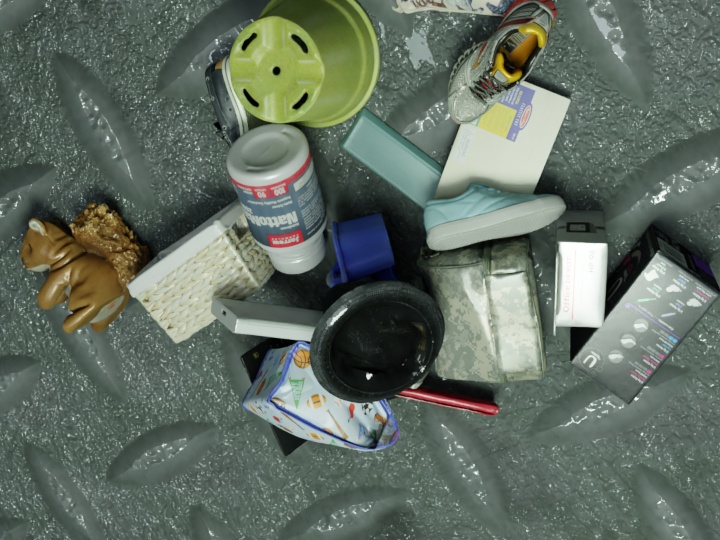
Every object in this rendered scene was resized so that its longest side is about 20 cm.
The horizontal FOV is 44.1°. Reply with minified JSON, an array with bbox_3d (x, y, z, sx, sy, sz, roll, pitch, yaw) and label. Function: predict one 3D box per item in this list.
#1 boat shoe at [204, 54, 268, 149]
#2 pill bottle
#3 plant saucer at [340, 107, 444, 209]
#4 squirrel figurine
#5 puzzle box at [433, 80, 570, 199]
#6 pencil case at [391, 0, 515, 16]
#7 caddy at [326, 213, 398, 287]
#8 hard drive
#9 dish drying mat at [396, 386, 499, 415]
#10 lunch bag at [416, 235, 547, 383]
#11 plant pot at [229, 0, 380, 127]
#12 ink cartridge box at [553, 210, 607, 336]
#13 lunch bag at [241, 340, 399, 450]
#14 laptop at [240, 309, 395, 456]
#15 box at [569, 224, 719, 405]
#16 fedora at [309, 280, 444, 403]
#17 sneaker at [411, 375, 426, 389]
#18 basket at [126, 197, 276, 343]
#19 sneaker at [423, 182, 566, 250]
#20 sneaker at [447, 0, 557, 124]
[{"bbox_3d":[-0.179,-0.215,1.316,0.061,0.075,0.204,-4,112,28],"label":"boat shoe"},{"bbox_3d":[-0.111,-0.096,1.282,0.117,0.121,0.202,-1,136,15],"label":"pill bottle"},{"bbox_3d":[0.064,-0.150,1.303,0.199,0.019,0.070,37,113,1],"label":"plant saucer"},{"bbox_3d":[-0.448,-0.024,1.438,0.200,0.141,0.187,-43,83,9],"label":"squirrel figurine"},{"bbox_3d":[0.197,-0.169,1.246,0.131,0.025,0.203,23,107,6],"label":"puzzle box"},{"bbox_3d":[0.142,-0.374,1.172,0.195,0.078,0.092,7,85,12],"label":"pencil case"},{"bbox_3d":[0.000,0.000,1.280,0.103,0.200,0.144,-16,105,2],"label":"caddy"},{"bbox_3d":[-0.104,0.074,1.277,0.196,0.131,0.027,8,97,-26],"label":"hard drive"},{"bbox_3d":[0.111,0.193,1.363,0.195,0.077,0.019,11,91,2],"label":"dish drying mat"},{"bbox_3d":[0.173,0.055,1.274,0.164,0.140,0.204,-8,107,11],"label":"lunch bag"},{"bbox_3d":[-0.087,-0.282,1.208,0.196,0.184,0.205,4,109,13],"label":"plant pot"},{"bbox_3d":[0.294,0.001,1.192,0.065,0.200,0.118,2,109,13],"label":"ink cartridge box"},{"bbox_3d":[-0.051,0.193,1.301,0.198,0.170,0.125,32,73,-12],"label":"lunch bag"},{"bbox_3d":[-0.057,0.165,1.393,0.102,0.198,0.180,-6,111,55],"label":"laptop"},{"bbox_3d":[0.386,0.060,1.230,0.105,0.122,0.202,33,113,1],"label":"box"},{"bbox_3d":[0.011,0.075,1.155,0.197,0.092,0.204,-13,127,-18],"label":"fedora"},{"bbox_3d":[0.071,0.115,1.304,0.088,0.199,0.074,-48,66,7],"label":"sneaker"},{"bbox_3d":[-0.236,0.001,1.373,0.198,0.136,0.124,-31,103,22],"label":"basket"},{"bbox_3d":[0.180,-0.091,1.221,0.195,0.074,0.084,-11,71,-2],"label":"sneaker"},{"bbox_3d":[0.173,-0.263,1.149,0.077,0.083,0.201,29,133,-10],"label":"sneaker"}]
